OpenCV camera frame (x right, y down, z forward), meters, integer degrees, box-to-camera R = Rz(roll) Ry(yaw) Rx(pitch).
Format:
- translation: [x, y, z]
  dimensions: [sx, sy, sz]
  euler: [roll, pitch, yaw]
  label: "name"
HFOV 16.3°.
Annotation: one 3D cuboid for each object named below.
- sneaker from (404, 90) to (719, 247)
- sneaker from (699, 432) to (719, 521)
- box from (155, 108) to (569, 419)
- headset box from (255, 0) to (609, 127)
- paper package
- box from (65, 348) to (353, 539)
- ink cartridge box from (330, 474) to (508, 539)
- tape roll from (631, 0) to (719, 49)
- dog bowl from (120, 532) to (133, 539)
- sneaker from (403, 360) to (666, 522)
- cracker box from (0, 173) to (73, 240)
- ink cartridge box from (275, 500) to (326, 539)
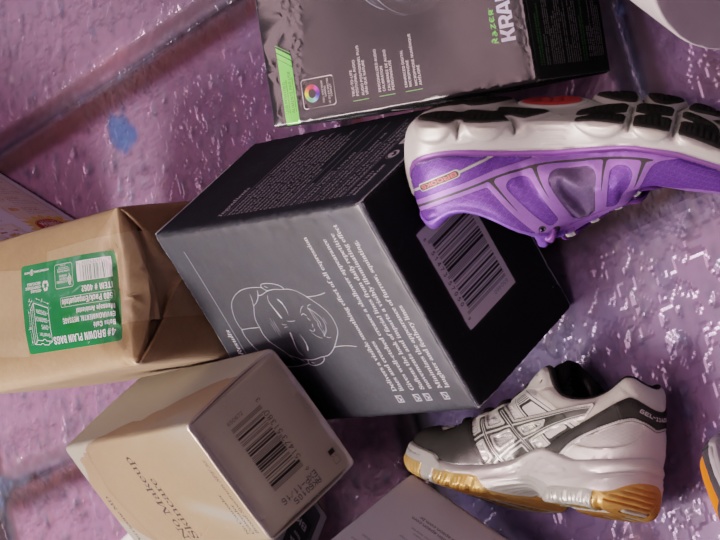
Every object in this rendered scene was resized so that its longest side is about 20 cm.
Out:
- translation: [0.125, -0.054, 1.400]
  dimensions: [0.198, 0.081, 0.084]
  euler: [0, 108, 15]
  label: "sneaker"
- translation: [0.221, 0.192, 1.360]
  dimensions: [0.112, 0.077, 0.201]
  euler: [-47, 60, 39]
  label: "sneaker"
- translation: [0.000, 0.000, 1.523]
  dimensions: [0.199, 0.107, 0.149]
  euler: [-7, 120, 48]
  label: "box"
- translation: [0.028, -0.183, 1.473]
  dimensions: [0.199, 0.093, 0.176]
  euler: [-7, 93, 35]
  label: "headset box"
- translation: [-0.143, 0.018, 1.665]
  dimensions: [0.199, 0.190, 0.104]
  euler: [-11, 87, 47]
  label: "paper package"
- translation: [-0.098, 0.116, 1.584]
  dimensions: [0.095, 0.078, 0.200]
  euler: [53, 153, -10]
  label: "box"
- translation: [0.040, 0.230, 1.451]
  dimensions: [0.196, 0.200, 0.044]
  euler: [33, 140, 26]
  label: "ink cartridge box"
- translation: [0.175, -0.233, 1.269]
  dimensions: [0.139, 0.202, 0.204]
  euler: [42, 124, 37]
  label: "tape roll"
- translation: [-0.097, 0.265, 1.727]
  dimensions: [0.199, 0.078, 0.202]
  euler: [8, 101, 47]
  label: "dog bowl"
- translation: [0.109, 0.098, 1.494]
  dimensions: [0.199, 0.075, 0.088]
  euler: [1, 76, 48]
  label: "sneaker"
- translation: [-0.295, -0.024, 1.875]
  dimensions: [0.200, 0.133, 0.058]
  euler: [31, 117, 43]
  label: "cracker box"
- translation: [-0.125, 0.237, 1.566]
  dimensions: [0.197, 0.200, 0.043]
  euler: [-30, 111, 28]
  label: "ink cartridge box"
